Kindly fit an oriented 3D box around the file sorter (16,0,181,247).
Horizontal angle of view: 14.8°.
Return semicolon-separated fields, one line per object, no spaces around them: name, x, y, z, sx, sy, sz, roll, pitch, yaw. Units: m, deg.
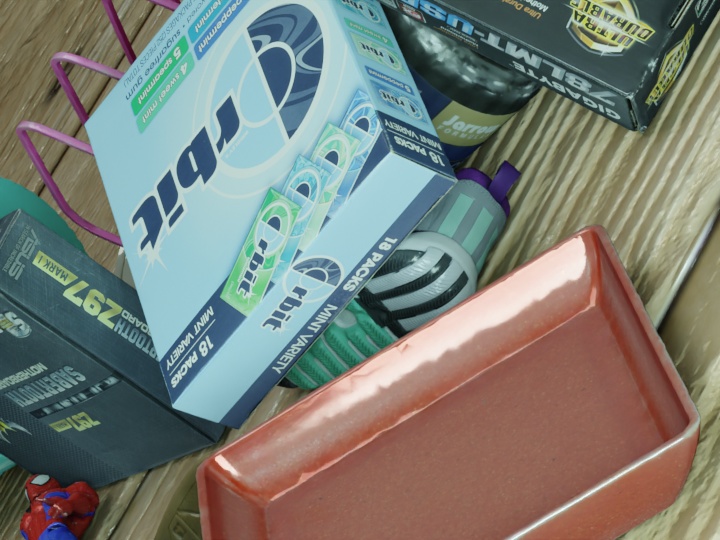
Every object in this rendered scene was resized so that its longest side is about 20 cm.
file sorter;-0.084;-0.111;1.534;0.201;0.125;0.139;-61;-20;-18

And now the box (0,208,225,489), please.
box;-0.172;0.050;1.512;0.200;0.157;0.051;-22;37;57

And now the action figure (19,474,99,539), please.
action figure;-0.166;0.156;1.496;0.066;0.051;0.200;-56;16;11

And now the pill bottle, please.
pill bottle;0.023;-0.103;1.368;0.200;0.112;0.112;-42;22;35

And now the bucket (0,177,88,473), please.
bucket;-0.262;0.040;1.697;0.134;0.207;0.208;-19;38;45

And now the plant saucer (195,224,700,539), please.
plant saucer;0.033;0.080;1.067;0.199;0.037;0.200;-32;22;7

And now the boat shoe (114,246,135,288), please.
boat shoe;-0.076;-0.049;1.640;0.201;0.072;0.063;-62;-24;-5

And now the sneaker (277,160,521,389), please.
sneaker;0.000;0.000;1.336;0.199;0.075;0.088;-11;35;49

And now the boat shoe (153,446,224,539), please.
boat shoe;-0.073;0.150;1.260;0.064;0.071;0.200;-22;-24;-51

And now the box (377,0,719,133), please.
box;0.090;-0.191;1.249;0.199;0.199;0.050;-59;-20;-10

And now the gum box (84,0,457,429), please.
gum box;-0.048;-0.056;1.304;0.170;0.044;0.201;-48;42;26
